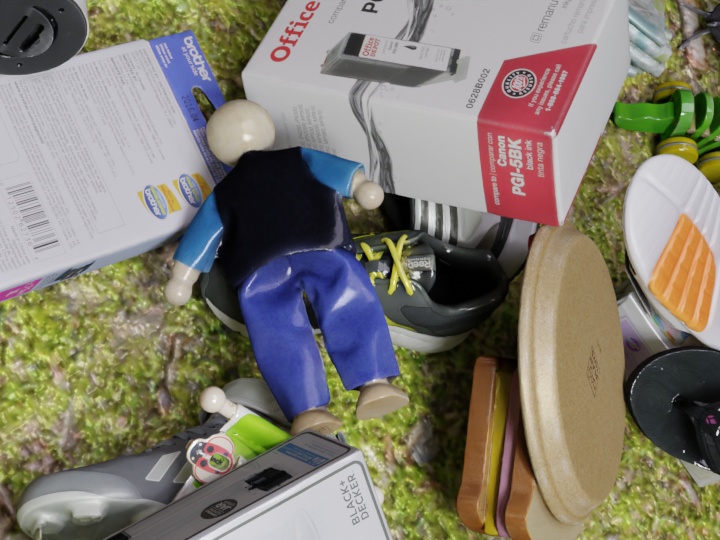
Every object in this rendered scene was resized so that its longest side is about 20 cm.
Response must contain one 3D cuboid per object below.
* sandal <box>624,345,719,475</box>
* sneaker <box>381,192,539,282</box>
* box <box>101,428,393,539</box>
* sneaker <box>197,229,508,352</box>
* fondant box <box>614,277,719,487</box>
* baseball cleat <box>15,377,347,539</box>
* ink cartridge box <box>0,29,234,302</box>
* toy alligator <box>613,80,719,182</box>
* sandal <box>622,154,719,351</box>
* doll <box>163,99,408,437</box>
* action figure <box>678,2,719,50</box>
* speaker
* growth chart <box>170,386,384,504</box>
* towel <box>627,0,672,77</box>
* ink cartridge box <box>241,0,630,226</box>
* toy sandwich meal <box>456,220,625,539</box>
[{"bbox_3d":[0.260,0.113,1.016,0.200,0.048,0.075,32,91,-14],"label":"sandal"},{"bbox_3d":[0.070,-0.098,1.042,0.115,0.076,0.201,25,62,-23],"label":"sneaker"},{"bbox_3d":[-0.077,0.175,0.776,0.200,0.060,0.117,-28,109,-24],"label":"box"},{"bbox_3d":[0.000,0.000,0.953,0.200,0.085,0.075,5,67,-30],"label":"sneaker"},{"bbox_3d":[0.268,0.035,1.121,0.200,0.058,0.144,-37,92,-37],"label":"fondant box"},{"bbox_3d":[-0.095,0.110,0.872,0.200,0.070,0.107,9,50,-31],"label":"baseball cleat"},{"bbox_3d":[-0.161,-0.061,0.907,0.200,0.042,0.120,-22,82,-33],"label":"ink cartridge box"},{"bbox_3d":[0.281,-0.101,1.186,0.200,0.054,0.059,15,64,-26],"label":"toy alligator"},{"bbox_3d":[0.217,0.009,1.036,0.079,0.059,0.207,-52,122,-15],"label":"sandal"},{"bbox_3d":[-0.045,-0.007,0.884,0.136,0.048,0.200,-22,73,7],"label":"doll"},{"bbox_3d":[0.349,-0.194,1.240,0.199,0.102,0.119,1,98,8],"label":"action figure"},{"bbox_3d":[-0.200,-0.211,0.898,0.081,0.081,0.200,8,57,-29],"label":"speaker"},{"bbox_3d":[-0.065,0.177,0.828,0.145,0.018,0.200,29,82,-28],"label":"growth chart"},{"bbox_3d":[0.136,-0.232,1.127,0.200,0.048,0.171,34,32,-16],"label":"towel"},{"bbox_3d":[0.048,-0.122,0.965,0.199,0.083,0.147,12,54,21],"label":"ink cartridge box"},{"bbox_3d":[0.108,0.069,0.960,0.205,0.070,0.206,-4,90,-67],"label":"toy sandwich meal"}]
